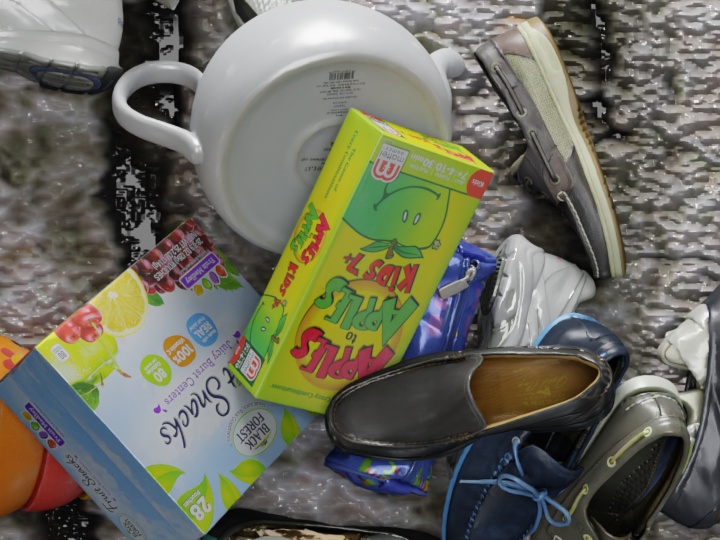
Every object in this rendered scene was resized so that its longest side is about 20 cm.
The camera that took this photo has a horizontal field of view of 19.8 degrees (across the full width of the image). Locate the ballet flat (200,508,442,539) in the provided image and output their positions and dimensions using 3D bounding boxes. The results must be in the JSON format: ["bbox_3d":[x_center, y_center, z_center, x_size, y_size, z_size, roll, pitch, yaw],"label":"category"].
[{"bbox_3d":[-0.017,0.215,1.482,0.199,0.068,0.068,7,86,-6],"label":"ballet flat"}]

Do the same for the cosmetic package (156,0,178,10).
[{"bbox_3d":[-0.199,-0.276,1.469,0.199,0.103,0.088,29,87,-2],"label":"cosmetic package"}]

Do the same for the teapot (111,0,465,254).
[{"bbox_3d":[-0.040,-0.116,1.460,0.197,0.146,0.200,-41,127,12],"label":"teapot"}]

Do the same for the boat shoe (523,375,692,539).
[{"bbox_3d":[0.174,0.171,1.469,0.072,0.060,0.202,16,117,-19],"label":"boat shoe"}]

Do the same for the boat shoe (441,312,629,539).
[{"bbox_3d":[0.120,0.126,1.438,0.084,0.069,0.201,18,98,-39],"label":"boat shoe"}]

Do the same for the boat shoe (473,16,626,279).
[{"bbox_3d":[0.141,-0.083,1.517,0.065,0.073,0.201,-20,86,5],"label":"boat shoe"}]

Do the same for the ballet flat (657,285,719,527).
[{"bbox_3d":[0.248,0.087,1.509,0.073,0.073,0.201,10,89,-5],"label":"ballet flat"}]

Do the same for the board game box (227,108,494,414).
[{"bbox_3d":[0.000,0.000,1.404,0.101,0.048,0.201,16,106,-37],"label":"board game box"}]

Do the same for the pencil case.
[{"bbox_3d":[0.039,0.064,1.482,0.078,0.087,0.201,17,90,-25],"label":"pencil case"}]

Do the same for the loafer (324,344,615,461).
[{"bbox_3d":[0.072,0.081,1.381,0.199,0.072,0.073,-12,75,1],"label":"loafer"}]

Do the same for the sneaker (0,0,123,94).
[{"bbox_3d":[-0.265,-0.187,1.483,0.199,0.075,0.088,12,74,-12],"label":"sneaker"}]

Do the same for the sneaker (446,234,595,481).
[{"bbox_3d":[0.124,0.081,1.502,0.099,0.078,0.201,17,87,-9],"label":"sneaker"}]

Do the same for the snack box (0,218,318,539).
[{"bbox_3d":[-0.128,0.082,1.421,0.169,0.068,0.200,49,40,-1],"label":"snack box"}]

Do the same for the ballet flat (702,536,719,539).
[{"bbox_3d":[0.248,0.235,1.511,0.199,0.073,0.073,-21,90,-4],"label":"ballet flat"}]

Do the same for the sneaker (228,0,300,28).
[{"bbox_3d":[-0.049,-0.265,1.492,0.075,0.088,0.201,14,88,-7],"label":"sneaker"}]

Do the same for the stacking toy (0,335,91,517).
[{"bbox_3d":[-0.201,0.115,1.458,0.199,0.146,0.147,6,87,-24],"label":"stacking toy"}]
